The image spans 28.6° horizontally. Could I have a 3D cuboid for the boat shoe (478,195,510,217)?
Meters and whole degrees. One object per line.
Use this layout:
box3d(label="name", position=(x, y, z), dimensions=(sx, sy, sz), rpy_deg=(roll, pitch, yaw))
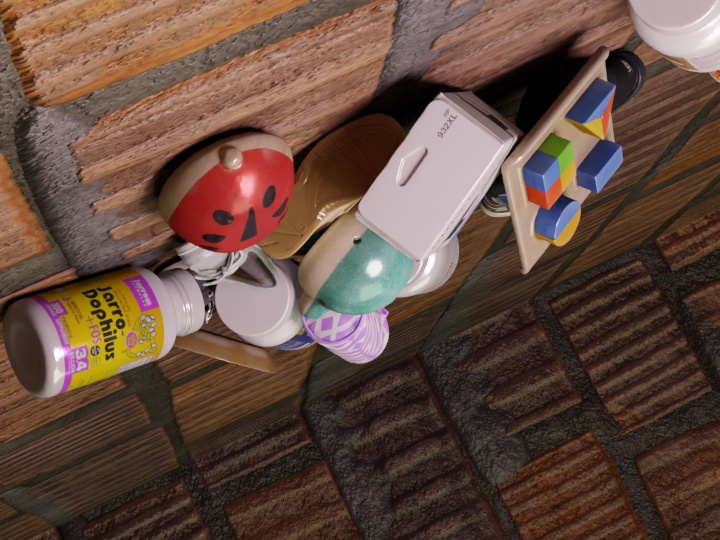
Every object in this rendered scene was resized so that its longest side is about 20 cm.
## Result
box3d(label="boat shoe", position=(0.249, -0.140, 1.924), dimensions=(0.199, 0.073, 0.065), rpy_deg=(-29, 159, -8))

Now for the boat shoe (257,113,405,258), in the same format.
box3d(label="boat shoe", position=(-0.030, -0.094, 1.448), dimensions=(0.200, 0.074, 0.069), rpy_deg=(-39, -174, 24))

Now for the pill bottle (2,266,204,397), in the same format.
box3d(label="pill bottle", position=(-0.265, 0.057, 1.487), dimensions=(0.199, 0.105, 0.104), rpy_deg=(-19, 168, -38))

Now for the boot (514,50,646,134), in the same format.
box3d(label="boot", position=(0.222, -0.174, 1.627), dimensions=(0.168, 0.077, 0.200), rpy_deg=(-20, 162, -49))

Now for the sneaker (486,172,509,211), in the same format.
box3d(label="sneaker", position=(0.187, -0.097, 1.578), dimensions=(0.076, 0.077, 0.200), rpy_deg=(-57, 173, 5))

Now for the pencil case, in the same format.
box3d(label="pencil case", position=(-0.013, 0.064, 1.740), dimensions=(0.085, 0.084, 0.200), rpy_deg=(-41, 167, 2))

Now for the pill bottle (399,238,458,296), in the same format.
box3d(label="pill bottle", position=(0.053, -0.025, 1.763), dimensions=(0.114, 0.115, 0.200), rpy_deg=(-28, 175, 12))

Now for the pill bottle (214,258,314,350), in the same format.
box3d(label="pill bottle", position=(-0.108, 0.039, 1.764), dimensions=(0.115, 0.116, 0.200), rpy_deg=(-28, 170, 9))

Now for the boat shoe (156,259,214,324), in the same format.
box3d(label="boat shoe", position=(-0.207, 0.039, 1.663), dimensions=(0.072, 0.063, 0.200), rpy_deg=(-27, 171, -13))

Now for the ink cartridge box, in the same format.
box3d(label="ink cartridge box", position=(0.084, -0.098, 1.417), dimensions=(0.145, 0.084, 0.200), rpy_deg=(-54, 174, 14))

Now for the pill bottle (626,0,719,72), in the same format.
box3d(label="pill bottle", position=(0.314, -0.257, 1.343), dimensions=(0.114, 0.115, 0.200), rpy_deg=(-30, 169, 19))

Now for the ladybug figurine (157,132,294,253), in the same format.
box3d(label="ladybug figurine", position=(-0.119, -0.067, 1.322), dimensions=(0.135, 0.072, 0.200), rpy_deg=(-25, 170, -8))

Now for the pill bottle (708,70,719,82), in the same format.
box3d(label="pill bottle", position=(0.441, -0.278, 1.566), dimensions=(0.112, 0.113, 0.200), rpy_deg=(-27, 169, 2))

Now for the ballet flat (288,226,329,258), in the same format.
box3d(label="ballet flat", position=(-0.066, -0.044, 1.598), dimensions=(0.067, 0.068, 0.199), rpy_deg=(-31, 168, 38))

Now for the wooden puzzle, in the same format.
box3d(label="wooden puzzle", position=(0.224, -0.110, 1.502), dimensions=(0.185, 0.046, 0.200), rpy_deg=(-50, 151, -23))

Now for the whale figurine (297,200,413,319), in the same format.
box3d(label="whale figurine", position=(0.000, 0.000, 1.547), dimensions=(0.159, 0.104, 0.200), rpy_deg=(-50, 174, -14))

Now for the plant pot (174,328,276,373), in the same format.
box3d(label="plant pot", position=(-0.195, 0.086, 1.737), dimensions=(0.199, 0.028, 0.200), rpy_deg=(16, 176, 1))

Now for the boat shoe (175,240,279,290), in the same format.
box3d(label="boat shoe", position=(-0.140, -0.013, 1.562), dimensions=(0.074, 0.065, 0.202), rpy_deg=(-28, 170, 10))
